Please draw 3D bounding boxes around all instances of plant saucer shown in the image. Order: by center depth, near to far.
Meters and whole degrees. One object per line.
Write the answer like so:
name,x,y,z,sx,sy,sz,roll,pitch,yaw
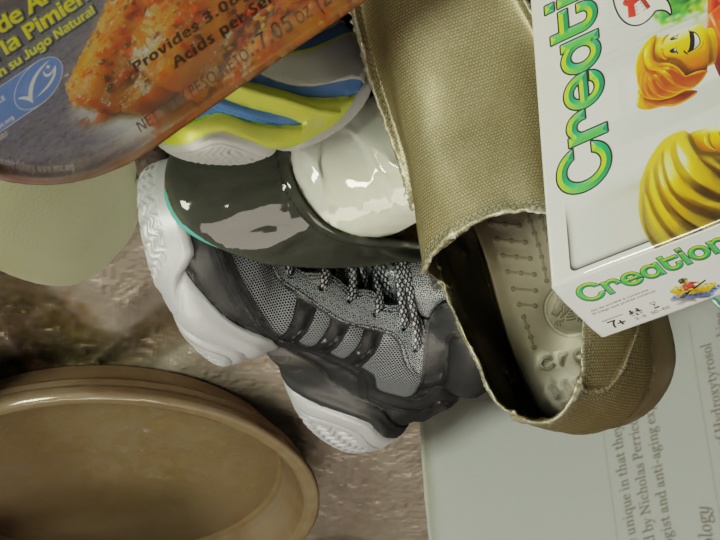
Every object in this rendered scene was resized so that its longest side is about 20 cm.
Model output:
plant saucer,-0.119,0.099,1.163,0.199,0.030,0.200,-1,146,-1

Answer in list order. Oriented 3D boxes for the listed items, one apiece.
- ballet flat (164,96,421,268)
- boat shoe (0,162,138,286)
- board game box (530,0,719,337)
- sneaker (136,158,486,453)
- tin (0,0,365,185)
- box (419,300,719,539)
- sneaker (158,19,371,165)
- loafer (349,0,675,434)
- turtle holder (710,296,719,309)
ballet flat,0.028,-0.037,0.932,0.199,0.068,0.068,4,158,-28
boat shoe,-0.149,-0.061,0.896,0.074,0.063,0.201,-52,139,-3
board game box,0.112,-0.089,0.744,0.126,0.200,0.035,-22,139,26
sneaker,0.000,0.000,0.988,0.114,0.076,0.200,-21,145,19
tin,-0.058,-0.109,0.767,0.200,0.042,0.112,-35,133,-6
box,0.144,0.152,1.106,0.171,0.200,0.199,-18,144,18
sneaker,-0.072,-0.093,0.837,0.200,0.076,0.105,-8,122,-37
loafer,0.050,-0.035,0.849,0.076,0.200,0.067,-23,-175,25
turtle holder,0.161,-0.048,0.868,0.140,0.132,0.186,-6,146,6
